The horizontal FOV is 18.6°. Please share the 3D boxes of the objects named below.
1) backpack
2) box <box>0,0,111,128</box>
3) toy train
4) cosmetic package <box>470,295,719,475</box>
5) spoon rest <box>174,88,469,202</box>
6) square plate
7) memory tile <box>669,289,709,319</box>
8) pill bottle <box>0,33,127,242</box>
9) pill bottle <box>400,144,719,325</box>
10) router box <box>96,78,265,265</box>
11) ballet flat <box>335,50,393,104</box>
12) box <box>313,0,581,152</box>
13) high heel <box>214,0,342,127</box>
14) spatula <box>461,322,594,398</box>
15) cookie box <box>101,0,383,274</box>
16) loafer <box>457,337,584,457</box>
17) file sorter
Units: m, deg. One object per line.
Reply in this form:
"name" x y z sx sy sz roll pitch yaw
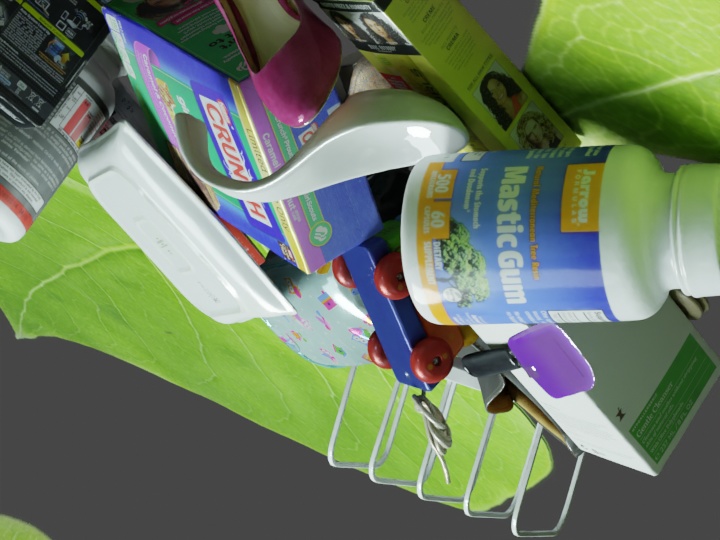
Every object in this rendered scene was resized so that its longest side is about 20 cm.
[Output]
"backpack" 0.000 0.000 1.759 0.167 0.127 0.200 56 152 -13
"box" -0.272 -0.227 1.627 0.200 0.160 0.044 41 162 -25
"toy train" 0.070 0.044 1.643 0.085 0.116 0.200 14 131 62
"cosmetic package" 0.165 0.046 1.590 0.085 0.108 0.200 18 159 47
"spoon rest" -0.025 -0.080 1.443 0.199 0.061 0.099 -3 168 22
"square plate" -0.147 -0.028 1.745 0.198 0.028 0.200 49 165 -9
"memory tile" 0.154 -0.024 1.631 0.200 0.017 0.153 17 157 49
"pill bottle" -0.277 -0.133 1.845 0.116 0.200 0.116 32 164 10
"pill bottle" 0.135 -0.023 1.397 0.199 0.112 0.112 -2 150 21
"router box" -0.170 -0.078 1.942 0.180 0.049 0.200 52 178 -43
"ballet flat" 0.003 -0.121 1.589 0.067 0.068 0.200 54 159 1
"box" 0.057 -0.130 1.441 0.075 0.050 0.200 13 154 51
"high heel" -0.070 -0.172 1.418 0.096 0.067 0.200 35 -151 -33
"spatula" 0.108 0.063 1.514 0.057 0.021 0.200 51 166 -7
"cookie box" -0.087 -0.112 1.603 0.200 0.075 0.172 32 149 49
"loafer" 0.119 0.082 1.787 0.200 0.072 0.073 25 163 34
"file sorter" 0.089 0.145 1.951 0.199 0.125 0.139 18 -178 25
